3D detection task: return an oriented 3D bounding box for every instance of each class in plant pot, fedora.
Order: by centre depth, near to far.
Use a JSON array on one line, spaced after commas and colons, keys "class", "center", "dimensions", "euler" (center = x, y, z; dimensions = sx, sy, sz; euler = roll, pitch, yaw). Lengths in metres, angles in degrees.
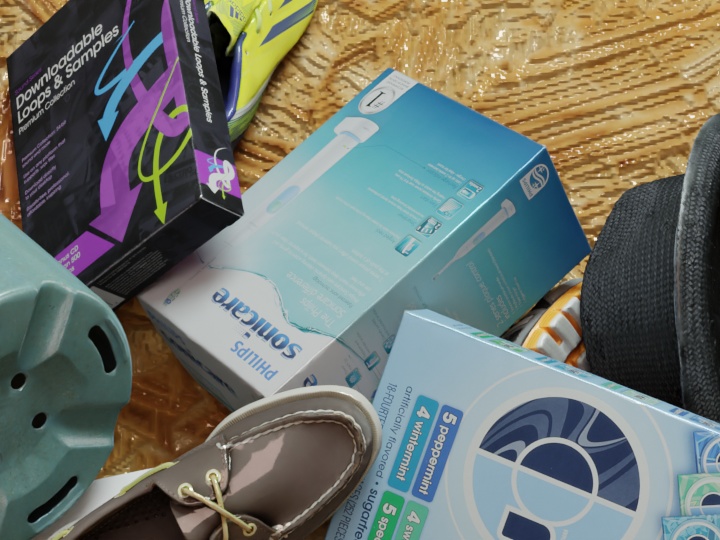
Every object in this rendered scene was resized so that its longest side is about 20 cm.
[{"class": "plant pot", "center": [-0.232, 0.037, 0.910], "dimensions": [0.196, 0.200, 0.200], "euler": [30, 71, 36]}, {"class": "fedora", "center": [0.175, 0.018, 0.977], "dimensions": [0.091, 0.200, 0.201], "euler": [-6, 65, 32]}]

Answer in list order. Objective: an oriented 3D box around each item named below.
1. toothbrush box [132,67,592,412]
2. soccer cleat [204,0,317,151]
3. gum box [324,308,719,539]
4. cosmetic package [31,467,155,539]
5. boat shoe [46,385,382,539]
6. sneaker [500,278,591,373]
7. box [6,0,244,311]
[{"class": "toothbrush box", "center": [0.000, 0.000, 0.978], "dimensions": [0.200, 0.085, 0.146], "euler": [-42, 41, -15]}, {"class": "soccer cleat", "center": [-0.070, -0.151, 1.072], "dimensions": [0.064, 0.084, 0.201], "euler": [19, 71, 9]}, {"class": "gum box", "center": [0.088, 0.132, 0.874], "dimensions": [0.199, 0.045, 0.170], "euler": [21, 96, 16]}, {"class": "cosmetic package", "center": [-0.177, 0.153, 0.957], "dimensions": [0.199, 0.083, 0.051], "euler": [-12, 69, -3]}, {"class": "boat shoe", "center": [-0.080, 0.121, 0.866], "dimensions": [0.200, 0.060, 0.072], "euler": [-28, 93, 12]}, {"class": "sneaker", "center": [0.073, 0.076, 0.986], "dimensions": [0.077, 0.078, 0.200], "euler": [9, 48, 45]}, {"class": "box", "center": [-0.138, -0.079, 1.011], "dimensions": [0.143, 0.036, 0.201], "euler": [-35, 49, 30]}]
